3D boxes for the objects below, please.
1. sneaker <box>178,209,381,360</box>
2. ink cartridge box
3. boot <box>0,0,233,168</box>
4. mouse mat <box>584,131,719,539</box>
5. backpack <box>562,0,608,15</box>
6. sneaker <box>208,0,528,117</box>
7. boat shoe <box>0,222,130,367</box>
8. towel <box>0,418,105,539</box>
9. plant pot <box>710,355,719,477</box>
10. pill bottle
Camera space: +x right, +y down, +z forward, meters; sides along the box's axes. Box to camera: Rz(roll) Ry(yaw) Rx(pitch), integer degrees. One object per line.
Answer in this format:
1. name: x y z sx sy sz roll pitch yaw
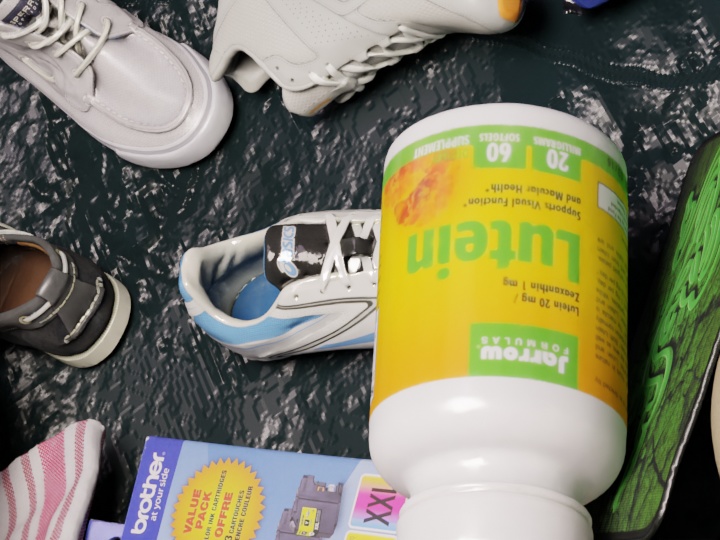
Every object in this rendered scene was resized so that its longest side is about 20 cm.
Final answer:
1. sneaker: 0.000 0.000 1.250 0.199 0.072 0.072 -13 62 29
2. ink cartridge box: -0.046 0.156 1.214 0.199 0.076 0.137 2 71 37
3. boot: -0.161 -0.122 1.399 0.200 0.095 0.074 28 88 39
4. mouse mat: 0.137 0.024 1.114 0.007 0.161 0.201 22 80 -5
5. backpack: 0.103 -0.264 1.234 0.162 0.168 0.201 -32 51 12
6. sneaker: 0.001 -0.120 1.309 0.199 0.076 0.093 8 83 45
7. boat shoe: -0.215 0.001 1.405 0.199 0.068 0.072 12 79 39
8. towel: -0.211 0.169 1.299 0.200 0.030 0.147 -36 28 27
9. plant pot: 0.216 0.059 1.018 0.134 0.199 0.201 -9 62 65
10. pill bottle: 0.060 0.040 1.113 0.111 0.111 0.201 -14 59 30
